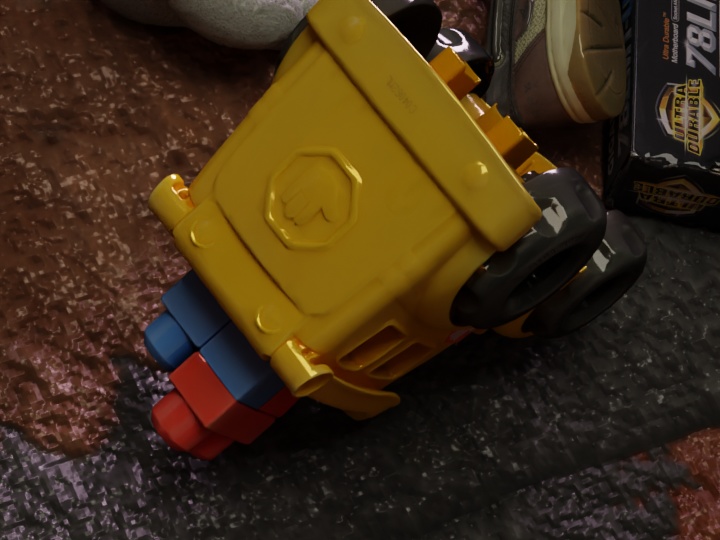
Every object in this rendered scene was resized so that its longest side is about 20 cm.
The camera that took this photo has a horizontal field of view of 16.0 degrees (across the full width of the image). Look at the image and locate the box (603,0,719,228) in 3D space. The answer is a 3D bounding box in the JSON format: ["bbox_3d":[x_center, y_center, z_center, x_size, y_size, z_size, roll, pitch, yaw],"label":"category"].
[{"bbox_3d":[0.215,-0.105,1.193,0.197,0.050,0.201,9,57,-7],"label":"box"}]

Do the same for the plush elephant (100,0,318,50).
[{"bbox_3d":[-0.071,-0.188,1.108,0.199,0.155,0.166,-3,60,-16],"label":"plush elephant"}]

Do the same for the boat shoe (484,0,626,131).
[{"bbox_3d":[0.081,-0.144,1.173,0.066,0.072,0.202,-15,48,18],"label":"boat shoe"}]

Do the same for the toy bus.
[{"bbox_3d":[0.000,0.000,1.025,0.192,0.200,0.136,-43,72,8],"label":"toy bus"}]
